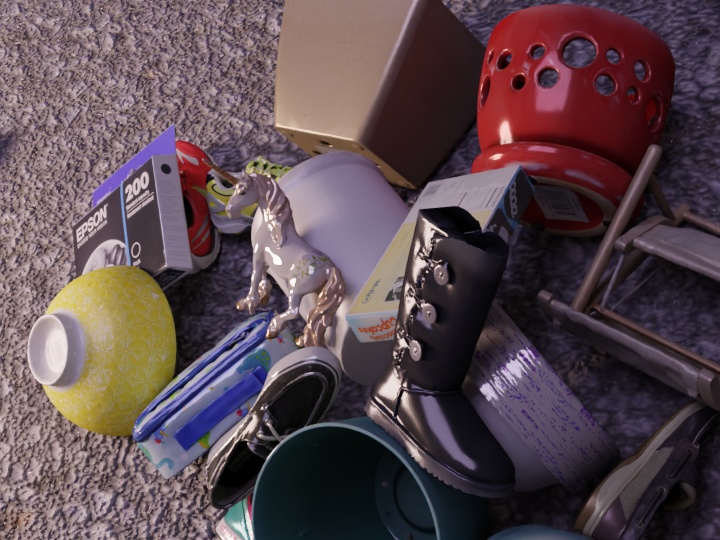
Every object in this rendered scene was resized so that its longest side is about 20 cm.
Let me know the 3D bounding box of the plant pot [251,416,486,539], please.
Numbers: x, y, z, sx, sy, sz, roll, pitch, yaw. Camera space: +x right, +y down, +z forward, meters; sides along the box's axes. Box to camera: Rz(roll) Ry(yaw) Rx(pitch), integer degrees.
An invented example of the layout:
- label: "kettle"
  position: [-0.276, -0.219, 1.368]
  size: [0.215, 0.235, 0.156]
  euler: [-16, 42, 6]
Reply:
- label: "plant pot"
  position: [0.025, 0.225, 1.304]
  size: [0.199, 0.161, 0.202]
  euler: [5, 99, 31]

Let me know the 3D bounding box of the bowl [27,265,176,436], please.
- label: "bowl"
  position: [-0.313, 0.091, 1.604]
  size: [0.199, 0.107, 0.202]
  euler: [-3, 86, 43]

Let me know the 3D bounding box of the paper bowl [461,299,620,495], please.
- label: "paper bowl"
  position: [0.140, 0.123, 1.303]
  size: [0.104, 0.201, 0.201]
  euler: [-40, 48, 2]

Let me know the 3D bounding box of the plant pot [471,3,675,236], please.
- label: "plant pot"
  position: [0.209, -0.145, 1.444]
  size: [0.199, 0.200, 0.184]
  euler: [4, 68, 33]

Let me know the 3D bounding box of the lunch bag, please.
- label: "lunch bag"
  position: [-0.148, 0.129, 1.502]
  size: [0.200, 0.083, 0.161]
  euler: [-39, 6, 3]

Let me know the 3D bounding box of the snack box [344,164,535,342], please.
- label: "snack box"
  position: [0.077, -0.017, 1.332]
  size: [0.116, 0.037, 0.200]
  euler: [-8, 37, 41]

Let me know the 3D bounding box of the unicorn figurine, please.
- label: "unicorn figurine"
  position: [-0.082, -0.011, 1.418]
  size: [0.199, 0.074, 0.138]
  euler: [31, 114, 25]

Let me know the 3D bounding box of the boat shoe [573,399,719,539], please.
- label: "boat shoe"
  position: [0.267, 0.186, 1.245]
  size: [0.066, 0.072, 0.200]
  euler: [41, 49, 20]

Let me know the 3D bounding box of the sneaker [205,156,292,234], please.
- label: "sneaker"
  position: [-0.099, -0.094, 1.661]
  size: [0.198, 0.077, 0.076]
  euler: [-9, 29, 24]

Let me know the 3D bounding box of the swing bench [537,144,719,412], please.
- label: "swing bench"
  position: [0.311, 0.020, 1.316]
  size: [0.198, 0.130, 0.200]
  euler: [30, 78, 40]

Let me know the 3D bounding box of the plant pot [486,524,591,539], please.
- label: "plant pot"
  position: [0.154, 0.302, 1.202]
  size: [0.200, 0.201, 0.134]
  euler: [-34, 21, 7]

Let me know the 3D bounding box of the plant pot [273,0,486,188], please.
- label: "plant pot"
  position: [0.015, -0.207, 1.615]
  size: [0.199, 0.200, 0.178]
  euler: [15, 79, 36]

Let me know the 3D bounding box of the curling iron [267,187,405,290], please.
- label: "curling iron"
  position: [-0.034, -0.039, 1.635]
  size: [0.199, 0.026, 0.050]
  euler: [-32, 70, 3]

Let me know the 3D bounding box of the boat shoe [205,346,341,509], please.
- label: "boat shoe"
  position: [-0.085, 0.161, 1.389]
  size: [0.200, 0.070, 0.064]
  euler: [-51, 19, 25]

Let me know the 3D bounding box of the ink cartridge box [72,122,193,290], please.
- label: "ink cartridge box"
  position: [-0.283, -0.053, 1.706]
  size: [0.198, 0.043, 0.201]
  euler: [-33, 57, 41]

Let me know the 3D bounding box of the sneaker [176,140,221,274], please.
- label: "sneaker"
  position: [-0.216, -0.093, 1.736]
  size: [0.077, 0.085, 0.201]
  euler: [-24, 51, 13]

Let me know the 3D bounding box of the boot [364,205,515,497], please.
- label: "boot"
  position: [0.089, 0.067, 1.180]
  size: [0.164, 0.065, 0.201]
  euler: [32, 114, 33]

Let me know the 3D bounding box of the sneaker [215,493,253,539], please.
- label: "sneaker"
  position: [-0.051, 0.261, 1.410]
  size: [0.199, 0.083, 0.121]
  euler: [30, 88, 42]

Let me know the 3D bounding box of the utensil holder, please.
- label: "utensil holder"
  position: [0.000, 0.000, 1.492]
  size: [0.170, 0.170, 0.200]
  euler: [-39, 50, 2]
